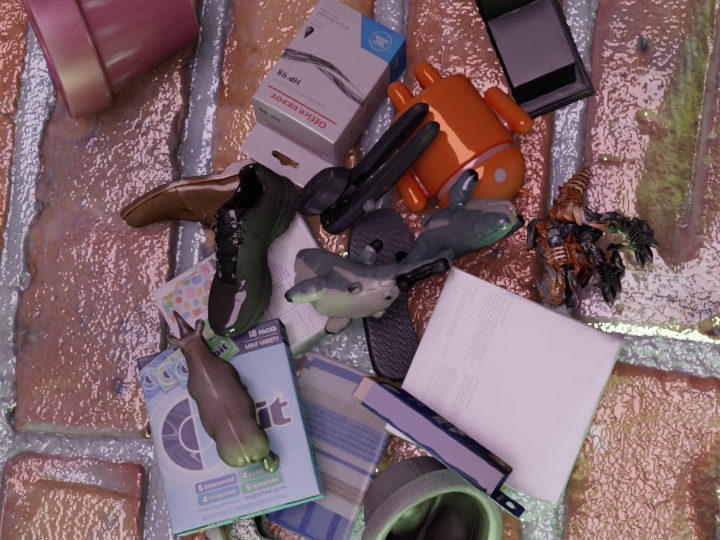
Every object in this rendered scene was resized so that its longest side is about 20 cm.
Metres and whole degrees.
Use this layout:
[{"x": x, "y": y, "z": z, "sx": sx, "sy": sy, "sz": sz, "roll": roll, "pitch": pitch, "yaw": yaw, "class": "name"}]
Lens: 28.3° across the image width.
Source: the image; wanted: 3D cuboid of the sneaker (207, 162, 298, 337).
[{"x": -0.136, "y": -0.027, "z": 1.587, "sx": 0.075, "sy": 0.091, "sz": 0.202, "roll": 5, "pitch": 72, "yaw": 27, "class": "sneaker"}]

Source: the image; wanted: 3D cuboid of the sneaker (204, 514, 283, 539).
[{"x": -0.143, "y": 0.247, "z": 1.616, "sx": 0.088, "sy": 0.077, "sz": 0.201, "roll": -28, "pitch": 79, "yaw": 17, "class": "sneaker"}]

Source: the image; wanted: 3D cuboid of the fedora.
[{"x": 0.063, "y": 0.279, "z": 1.555, "sx": 0.175, "sy": 0.201, "sz": 0.090, "roll": -21, "pitch": 38, "yaw": -15, "class": "fedora"}]

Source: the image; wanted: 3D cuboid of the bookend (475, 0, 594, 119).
[{"x": 0.180, "y": -0.294, "z": 1.579, "sx": 0.091, "sy": 0.200, "sz": 0.200, "roll": -21, "pitch": 79, "yaw": 6, "class": "bookend"}]

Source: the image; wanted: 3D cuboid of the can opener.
[{"x": 0.016, "y": -0.109, "z": 1.585, "sx": 0.200, "sy": 0.078, "sz": 0.064, "roll": -37, "pitch": 73, "yaw": 30, "class": "can opener"}]

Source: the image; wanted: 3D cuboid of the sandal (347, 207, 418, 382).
[{"x": 0.024, "y": 0.028, "z": 1.634, "sx": 0.075, "sy": 0.043, "sz": 0.202, "roll": -2, "pitch": 77, "yaw": -9, "class": "sandal"}]

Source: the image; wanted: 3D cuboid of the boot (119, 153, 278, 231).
[{"x": -0.184, "y": -0.074, "z": 1.680, "sx": 0.198, "sy": 0.074, "sz": 0.076, "roll": -16, "pitch": 86, "yaw": 4, "class": "boot"}]

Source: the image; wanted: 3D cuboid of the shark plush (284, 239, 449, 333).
[{"x": 0.000, "y": 0.000, "z": 1.538, "sx": 0.199, "sy": 0.091, "sz": 0.084, "roll": -18, "pitch": 50, "yaw": 45, "class": "shark plush"}]

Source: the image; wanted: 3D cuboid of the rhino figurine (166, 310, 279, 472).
[{"x": -0.153, "y": 0.126, "z": 1.525, "sx": 0.059, "sy": 0.087, "sz": 0.201, "roll": -28, "pitch": 74, "yaw": -1, "class": "rhino figurine"}]

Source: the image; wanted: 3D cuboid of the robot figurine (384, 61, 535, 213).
[{"x": 0.111, "y": -0.140, "z": 1.613, "sx": 0.143, "sy": 0.117, "sz": 0.201, "roll": -27, "pitch": 76, "yaw": -34, "class": "robot figurine"}]

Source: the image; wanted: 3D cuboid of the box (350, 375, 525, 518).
[{"x": 0.087, "y": 0.173, "z": 1.425, "sx": 0.199, "sy": 0.121, "sz": 0.033, "roll": 36, "pitch": 92, "yaw": 11, "class": "box"}]

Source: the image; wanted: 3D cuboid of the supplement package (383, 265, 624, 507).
[{"x": 0.159, "y": 0.127, "z": 1.553, "sx": 0.198, "sy": 0.147, "sz": 0.193, "roll": 23, "pitch": 88, "yaw": 12, "class": "supplement package"}]

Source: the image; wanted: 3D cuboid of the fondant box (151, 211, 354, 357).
[{"x": -0.120, "y": 0.039, "z": 1.658, "sx": 0.199, "sy": 0.058, "sz": 0.145, "roll": -31, "pitch": 79, "yaw": 3, "class": "fondant box"}]

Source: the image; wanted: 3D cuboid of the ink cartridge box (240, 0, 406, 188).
[{"x": -0.045, "y": -0.203, "z": 1.647, "sx": 0.115, "sy": 0.067, "sz": 0.201, "roll": 29, "pitch": 72, "yaw": 11, "class": "ink cartridge box"}]

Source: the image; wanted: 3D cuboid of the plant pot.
[{"x": -0.294, "y": -0.300, "z": 1.675, "sx": 0.178, "sy": 0.200, "sz": 0.201, "roll": -23, "pitch": 79, "yaw": -11, "class": "plant pot"}]

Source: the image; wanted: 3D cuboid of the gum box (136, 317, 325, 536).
[{"x": -0.144, "y": 0.173, "z": 1.581, "sx": 0.168, "sy": 0.045, "sz": 0.202, "roll": -16, "pitch": 76, "yaw": 4, "class": "gum box"}]

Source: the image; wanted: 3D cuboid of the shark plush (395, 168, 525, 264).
[{"x": 0.085, "y": -0.031, "z": 1.548, "sx": 0.199, "sy": 0.084, "sz": 0.091, "roll": -22, "pitch": 122, "yaw": 26, "class": "shark plush"}]

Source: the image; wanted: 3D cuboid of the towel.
[{"x": -0.036, "y": 0.203, "z": 1.613, "sx": 0.146, "sy": 0.024, "sz": 0.202, "roll": 18, "pitch": 85, "yaw": 37, "class": "towel"}]

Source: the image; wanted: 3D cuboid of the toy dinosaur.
[{"x": 0.245, "y": -0.039, "z": 1.565, "sx": 0.135, "sy": 0.102, "sz": 0.202, "roll": 22, "pitch": 70, "yaw": -11, "class": "toy dinosaur"}]
